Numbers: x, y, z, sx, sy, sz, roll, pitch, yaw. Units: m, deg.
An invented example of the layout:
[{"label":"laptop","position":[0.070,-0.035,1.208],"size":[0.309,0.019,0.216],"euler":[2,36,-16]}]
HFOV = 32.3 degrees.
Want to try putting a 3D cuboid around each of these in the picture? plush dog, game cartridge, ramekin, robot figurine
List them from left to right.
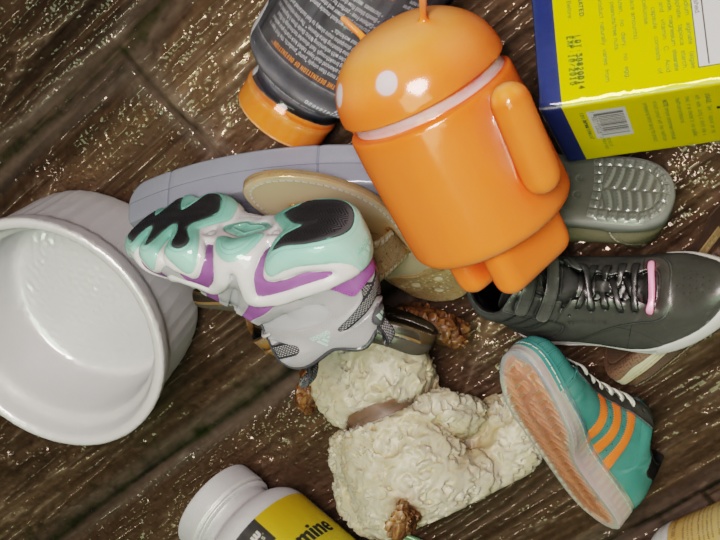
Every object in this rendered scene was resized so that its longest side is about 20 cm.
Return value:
[{"label":"ramekin","position":[-0.231,0.032,1.011],"size":[0.200,0.098,0.201],"euler":[8,117,16]},{"label":"game cartridge","position":[-0.064,-0.042,0.933],"size":[0.200,0.041,0.133],"euler":[-8,156,18]},{"label":"plush dog","position":[0.022,0.117,0.978],"size":[0.200,0.160,0.172],"euler":[-28,81,24]},{"label":"robot figurine","position":[0.057,-0.081,0.793],"size":[0.116,0.144,0.200],"euler":[-26,110,9]}]

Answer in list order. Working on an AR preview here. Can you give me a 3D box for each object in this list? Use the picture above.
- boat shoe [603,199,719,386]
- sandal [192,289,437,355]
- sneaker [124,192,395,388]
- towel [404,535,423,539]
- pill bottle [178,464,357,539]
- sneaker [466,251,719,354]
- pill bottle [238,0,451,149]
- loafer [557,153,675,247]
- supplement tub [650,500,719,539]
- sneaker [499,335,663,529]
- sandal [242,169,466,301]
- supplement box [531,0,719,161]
[{"label":"boat shoe","position":[0.260,0.019,0.899],"size":[0.075,0.075,0.202],"euler":[27,124,-14]},{"label":"sandal","position":[-0.039,0.043,0.936],"size":[0.200,0.082,0.055],"euler":[12,101,17]},{"label":"sneaker","position":[-0.067,0.022,0.854],"size":[0.200,0.078,0.140],"euler":[7,131,37]},{"label":"towel","position":[0.081,0.340,1.120],"size":[0.152,0.023,0.200],"euler":[18,117,5]},{"label":"pill bottle","position":[-0.055,0.255,1.038],"size":[0.200,0.112,0.113],"euler":[35,121,26]},{"label":"sneaker","position":[0.159,0.016,0.868],"size":[0.200,0.099,0.071],"euler":[-6,72,45]},{"label":"pill bottle","position":[-0.007,-0.179,0.856],"size":[0.106,0.106,0.200],"euler":[36,118,-3]},{"label":"loafer","position":[0.127,-0.047,0.897],"size":[0.200,0.075,0.070],"euler":[13,156,24]},{"label":"supplement tub","position":[0.310,0.240,0.945],"size":[0.200,0.145,0.145],"euler":[-30,104,25]},{"label":"sneaker","position":[0.172,0.108,0.942],"size":[0.071,0.080,0.200],"euler":[23,153,49]},{"label":"sandal","position":[0.004,-0.002,0.893],"size":[0.078,0.070,0.212],"euler":[-21,146,39]},{"label":"supplement box","position":[0.216,-0.149,0.789],"size":[0.200,0.110,0.109],"euler":[-6,75,18]}]
